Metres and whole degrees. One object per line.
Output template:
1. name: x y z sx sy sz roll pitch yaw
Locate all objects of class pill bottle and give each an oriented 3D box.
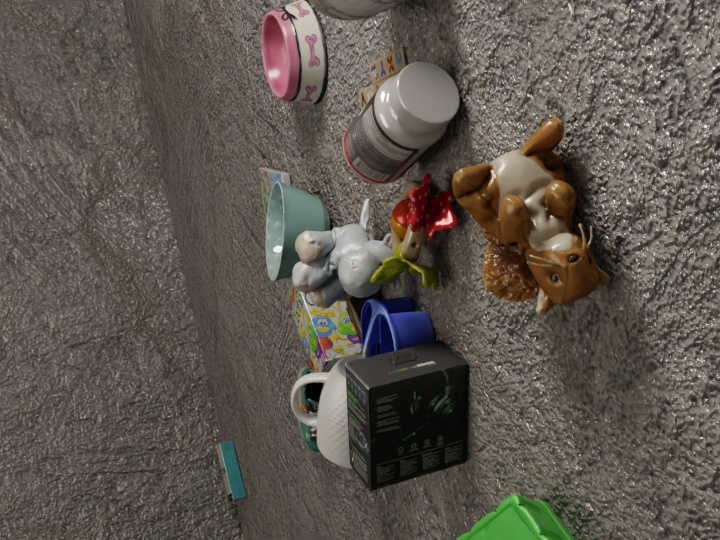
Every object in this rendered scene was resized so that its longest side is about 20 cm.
1. pill bottle: 0.058 -0.214 1.341 0.200 0.114 0.114 -40 64 62

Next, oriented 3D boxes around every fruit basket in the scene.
1. fruit basket: 0.204 0.414 1.249 0.156 0.215 0.216 -126 32 -49

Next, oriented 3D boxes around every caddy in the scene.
1. caddy: 0.051 0.139 1.555 0.141 0.105 0.200 -141 44 -58

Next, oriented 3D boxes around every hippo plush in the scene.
1. hippo plush: 0.000 0.000 1.565 0.161 0.200 0.160 24 130 42

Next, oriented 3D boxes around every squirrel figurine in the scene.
1. squirrel figurine: 0.207 -0.037 1.077 0.187 0.141 0.200 59 167 20

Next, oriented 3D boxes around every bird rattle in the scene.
1. bird rattle: 0.075 -0.070 1.408 0.163 0.112 0.200 -99 14 -53

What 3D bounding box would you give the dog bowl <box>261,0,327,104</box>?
1. dog bowl: -0.133 -0.420 1.786 0.200 0.074 0.201 168 90 -69

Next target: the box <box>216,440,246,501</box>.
1. box: -0.452 0.701 3.213 0.082 0.049 0.200 134 122 -65

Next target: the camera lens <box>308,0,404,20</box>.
1. camera lens: 0.007 -0.443 1.293 0.200 0.160 0.160 -169 69 -68

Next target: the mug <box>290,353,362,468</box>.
1. mug: -0.030 0.247 1.702 0.148 0.199 0.176 -77 -8 -59

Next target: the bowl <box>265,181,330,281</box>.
1. bowl: -0.125 -0.076 1.866 0.201 0.105 0.201 -177 90 -74

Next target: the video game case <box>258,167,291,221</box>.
1. video game case: -0.191 -0.135 2.152 0.182 0.022 0.201 -156 57 -65

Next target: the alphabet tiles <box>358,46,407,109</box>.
1. alphabet tiles: 0.043 -0.262 1.509 0.200 0.008 0.168 180 79 -68

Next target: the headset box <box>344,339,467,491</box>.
1. headset box: 0.072 0.220 1.450 0.093 0.174 0.200 -140 42 -58

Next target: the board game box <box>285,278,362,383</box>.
1. board game box: -0.065 0.105 1.840 0.105 0.103 0.200 113 141 -55

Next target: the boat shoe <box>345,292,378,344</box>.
1. boat shoe: 0.000 0.063 1.695 0.068 0.072 0.200 134 123 -65

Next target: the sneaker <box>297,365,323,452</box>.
1. sneaker: -0.103 0.319 2.093 0.080 0.071 0.201 -178 78 -73
